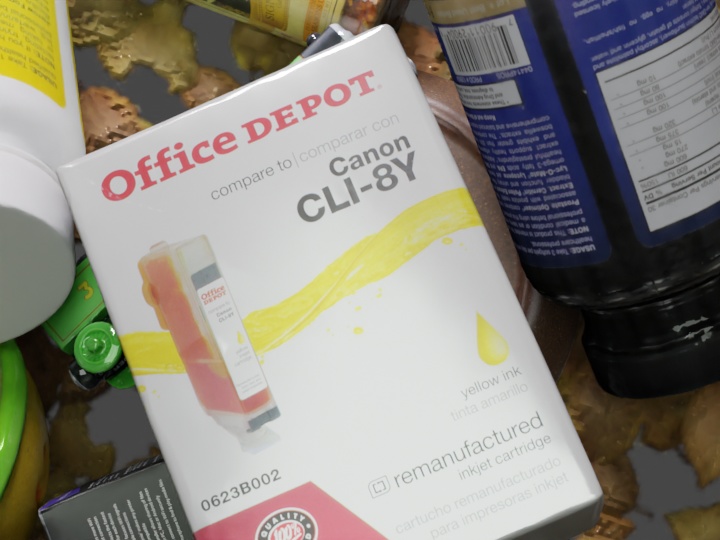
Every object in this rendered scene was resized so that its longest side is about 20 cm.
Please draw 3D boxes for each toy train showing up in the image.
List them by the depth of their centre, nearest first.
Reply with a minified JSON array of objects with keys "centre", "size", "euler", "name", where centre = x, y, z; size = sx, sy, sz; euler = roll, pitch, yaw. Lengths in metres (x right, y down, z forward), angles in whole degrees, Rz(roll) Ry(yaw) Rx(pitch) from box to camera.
[{"centre":[-0.059,-0.029,0.813],"size":[0.200,0.042,0.056],"euler":[-44,65,0],"name":"toy train"}]

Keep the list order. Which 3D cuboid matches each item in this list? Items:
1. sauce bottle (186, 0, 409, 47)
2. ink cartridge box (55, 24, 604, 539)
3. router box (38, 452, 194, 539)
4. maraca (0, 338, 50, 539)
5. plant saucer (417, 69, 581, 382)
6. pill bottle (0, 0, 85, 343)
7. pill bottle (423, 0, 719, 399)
[{"centre":[-0.075,-0.154,0.860],"size":[0.200,0.066,0.066],"euler":[20,81,9],"name":"sauce bottle"},{"centre":[-0.013,0.029,0.721],"size":[0.145,0.083,0.200],"euler":[-23,75,0],"name":"ink cartridge box"},{"centre":[-0.023,0.160,0.783],"size":[0.157,0.052,0.200],"euler":[-21,90,0],"name":"router box"},{"centre":[-0.185,0.098,0.773],"size":[0.137,0.107,0.200],"euler":[-42,33,21],"name":"maraca"},{"centre":[0.000,0.000,0.840],"size":[0.200,0.034,0.201],"euler":[-1,80,4],"name":"plant saucer"},{"centre":[-0.175,-0.074,0.791],"size":[0.114,0.114,0.200],"euler":[-14,52,2],"name":"pill bottle"},{"centre":[0.106,-0.054,0.774],"size":[0.112,0.112,0.200],"euler":[-21,105,0],"name":"pill bottle"}]
